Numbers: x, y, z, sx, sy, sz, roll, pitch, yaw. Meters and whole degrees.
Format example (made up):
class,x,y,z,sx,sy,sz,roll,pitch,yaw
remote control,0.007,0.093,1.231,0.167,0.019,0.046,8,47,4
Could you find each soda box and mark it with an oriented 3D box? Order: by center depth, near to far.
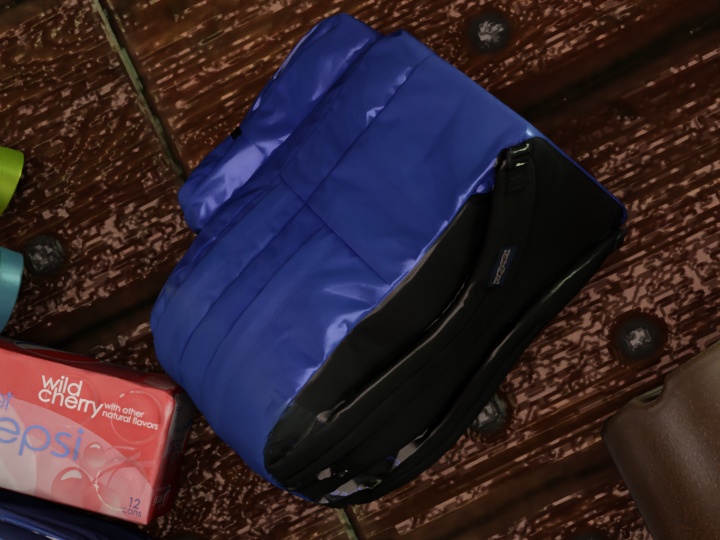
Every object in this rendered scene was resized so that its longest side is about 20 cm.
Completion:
class,x,y,z,sx,sy,sz,roll,pitch,yaw
soda box,-0.185,0.067,1.216,0.199,0.063,0.070,13,91,7

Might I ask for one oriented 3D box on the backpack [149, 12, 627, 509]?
class,x,y,z,sx,sy,sz,roll,pitch,yaw
backpack,0.000,0.000,1.153,0.168,0.162,0.200,40,95,34

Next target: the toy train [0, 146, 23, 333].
class,x,y,z,sx,sy,sz,roll,pitch,yaw
toy train,-0.216,-0.063,1.213,0.115,0.085,0.201,20,49,-24

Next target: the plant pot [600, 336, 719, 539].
class,x,y,z,sx,sy,sz,roll,pitch,yaw
plant pot,0.221,0.117,1.118,0.200,0.200,0.199,-32,78,5

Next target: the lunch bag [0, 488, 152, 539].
class,x,y,z,sx,sy,sz,roll,pitch,yaw
lunch bag,-0.194,0.173,1.183,0.199,0.132,0.136,17,92,5
